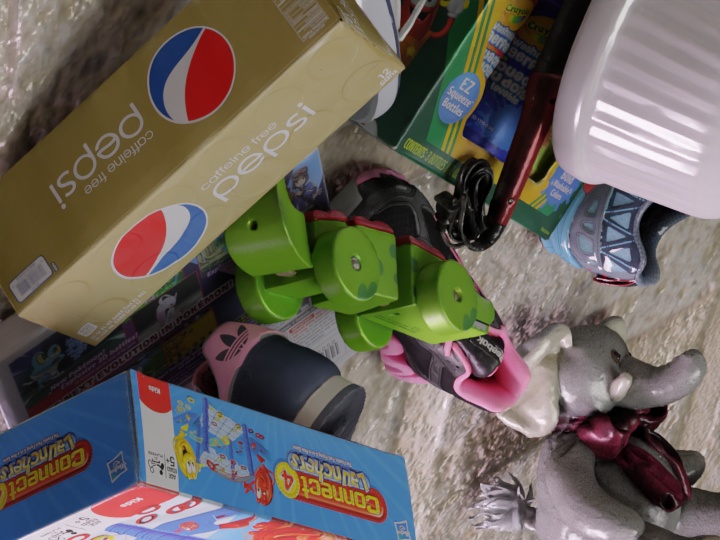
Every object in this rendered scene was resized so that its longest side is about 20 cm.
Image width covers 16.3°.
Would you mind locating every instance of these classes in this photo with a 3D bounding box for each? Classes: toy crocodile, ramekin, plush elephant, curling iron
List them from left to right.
[{"bbox_3d":[0.000,0.000,1.279,0.200,0.067,0.062,19,64,-48],"label":"toy crocodile"},{"bbox_3d":[0.093,-0.096,1.286,0.050,0.026,0.200,6,116,-57],"label":"curling iron"},{"bbox_3d":[0.166,0.103,1.624,0.165,0.200,0.155,-23,117,-61],"label":"plush elephant"},{"bbox_3d":[0.192,-0.118,1.308,0.202,0.094,0.203,-48,158,-27],"label":"ramekin"}]

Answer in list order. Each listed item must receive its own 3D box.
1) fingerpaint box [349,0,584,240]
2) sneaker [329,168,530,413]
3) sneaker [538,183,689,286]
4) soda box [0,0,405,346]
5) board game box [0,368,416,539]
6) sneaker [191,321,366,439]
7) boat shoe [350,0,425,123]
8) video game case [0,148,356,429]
[{"bbox_3d":[0.084,-0.122,1.344,0.167,0.073,0.200,-57,150,4],"label":"fingerpaint box"},{"bbox_3d":[0.041,0.018,1.402,0.079,0.095,0.200,-48,143,-7],"label":"sneaker"},{"bbox_3d":[0.198,-0.076,1.529,0.200,0.095,0.079,-57,150,6],"label":"sneaker"},{"bbox_3d":[-0.081,-0.058,1.138,0.200,0.064,0.068,-41,152,12],"label":"soda box"},{"bbox_3d":[-0.110,0.127,1.201,0.200,0.056,0.196,-27,149,32],"label":"board game box"},{"bbox_3d":[-0.050,0.079,1.315,0.070,0.082,0.200,-49,172,-24],"label":"sneaker"},{"bbox_3d":[0.004,-0.166,1.199,0.086,0.075,0.202,-38,137,-25],"label":"boat shoe"},{"bbox_3d":[-0.093,0.039,1.295,0.200,0.023,0.182,-35,145,-18],"label":"video game case"}]
